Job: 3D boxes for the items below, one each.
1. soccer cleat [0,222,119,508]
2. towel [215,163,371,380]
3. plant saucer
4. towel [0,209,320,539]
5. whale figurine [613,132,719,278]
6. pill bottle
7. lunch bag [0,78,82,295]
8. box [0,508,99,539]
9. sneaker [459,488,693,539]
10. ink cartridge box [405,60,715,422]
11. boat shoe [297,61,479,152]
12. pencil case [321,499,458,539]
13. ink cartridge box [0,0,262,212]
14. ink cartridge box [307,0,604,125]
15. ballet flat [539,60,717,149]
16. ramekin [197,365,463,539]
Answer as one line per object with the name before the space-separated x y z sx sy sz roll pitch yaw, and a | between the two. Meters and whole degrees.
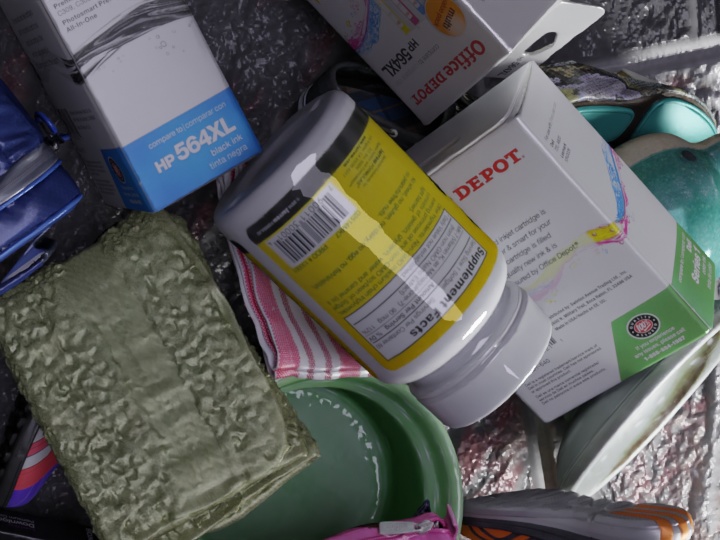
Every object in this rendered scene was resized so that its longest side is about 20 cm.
soccer cleat | -0.176 0.071 1.014 0.073 0.068 0.201 27 81 -17
towel | 0.000 0.000 1.031 0.199 0.030 0.147 1 64 -42
plant saucer | 0.200 0.085 1.121 0.200 0.200 0.050 -43 71 -13
towel | -0.133 0.072 0.962 0.148 0.036 0.201 -31 85 -12
whale figurine | 0.244 -0.024 1.138 0.199 0.104 0.160 7 125 -37
pill bottle | 0.017 -0.003 0.946 0.200 0.114 0.114 44 79 -15
lunch bag | -0.263 -0.035 0.933 0.199 0.136 0.133 -36 103 -14
box | -0.275 0.213 0.983 0.199 0.036 0.144 15 107 -23
sneaker | 0.136 0.208 1.027 0.077 0.199 0.113 -5 93 -37
ink cartridge box | 0.119 -0.016 1.030 0.200 0.144 0.084 45 34 -16
boat shoe | 0.055 -0.100 1.084 0.198 0.057 0.069 9 60 -20
pencil case | -0.029 0.206 0.967 0.198 0.091 0.094 -11 134 -21
ink cartridge box | -0.157 -0.144 0.962 0.084 0.146 0.201 -30 105 -15
ink cartridge box | 0.054 -0.206 1.014 0.200 0.128 0.125 46 62 -4
ballet flat | 0.189 -0.122 1.136 0.199 0.072 0.073 3 93 -44
ramekin | -0.038 0.156 1.058 0.198 0.098 0.202 -2 95 -21
